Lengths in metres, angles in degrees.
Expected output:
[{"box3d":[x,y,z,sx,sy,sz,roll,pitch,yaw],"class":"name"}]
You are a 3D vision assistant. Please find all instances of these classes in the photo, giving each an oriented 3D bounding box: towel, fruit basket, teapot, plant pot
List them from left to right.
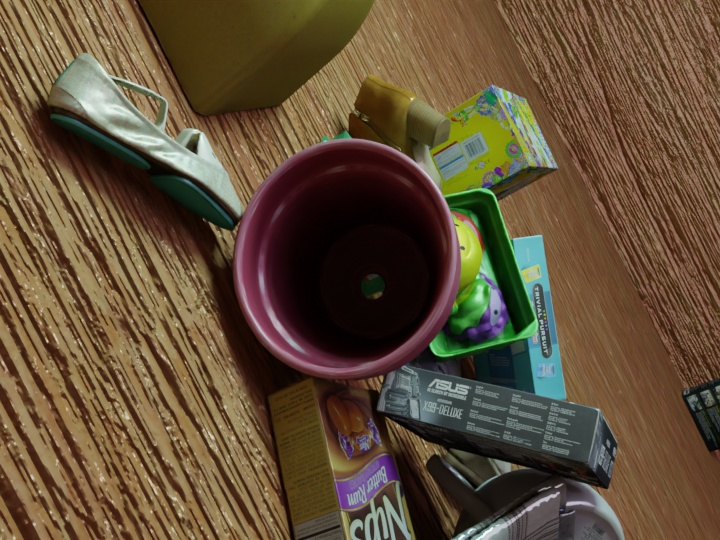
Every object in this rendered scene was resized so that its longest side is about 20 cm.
[{"box3d":[-0.094,-0.303,0.834,0.198,0.198,0.194,61,25,-2],"class":"plant pot"},{"box3d":[0.000,0.000,0.759,0.179,0.197,0.203,35,32,-77],"class":"plant pot"},{"box3d":[0.113,-0.006,0.952,0.216,0.152,0.220,169,-90,-83],"class":"fruit basket"},{"box3d":[0.128,0.301,0.716,0.198,0.034,0.196,-19,109,-37],"class":"towel"},{"box3d":[0.167,0.286,0.856,0.146,0.194,0.204,-147,-126,-65],"class":"teapot"}]

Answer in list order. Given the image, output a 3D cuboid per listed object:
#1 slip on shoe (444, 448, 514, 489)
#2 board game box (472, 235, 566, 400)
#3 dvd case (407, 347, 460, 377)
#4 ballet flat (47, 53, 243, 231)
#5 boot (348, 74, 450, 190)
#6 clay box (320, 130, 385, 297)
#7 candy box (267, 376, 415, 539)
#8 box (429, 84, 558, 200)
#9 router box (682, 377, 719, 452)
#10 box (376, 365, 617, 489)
[{"box3d":[0.153,0.249,0.968,0.076,0.060,0.201,41,-12,40],"class":"slip on shoe"},{"box3d":[0.193,0.065,1.055,0.046,0.151,0.204,-7,89,-21],"class":"board game box"},{"box3d":[0.084,0.106,1.009,0.149,0.016,0.202,46,30,-34],"class":"dvd case"},{"box3d":[-0.158,-0.102,0.662,0.199,0.067,0.063,36,72,-45],"class":"ballet flat"},{"box3d":[0.039,-0.145,1.080,0.143,0.204,0.070,33,37,31],"class":"boot"},{"box3d":[-0.007,-0.077,0.967,0.115,0.047,0.202,48,30,-32],"class":"clay box"},{"box3d":[-0.008,0.201,0.697,0.116,0.056,0.203,23,48,-56],"class":"candy box"},{"box3d":[0.158,-0.155,1.184,0.124,0.198,0.192,65,25,6],"class":"box"},{"box3d":[1.125,0.451,2.553,0.203,0.148,0.051,63,26,-1],"class":"router box"},{"box3d":[0.132,0.148,0.767,0.158,0.197,0.051,44,60,-58],"class":"box"}]
